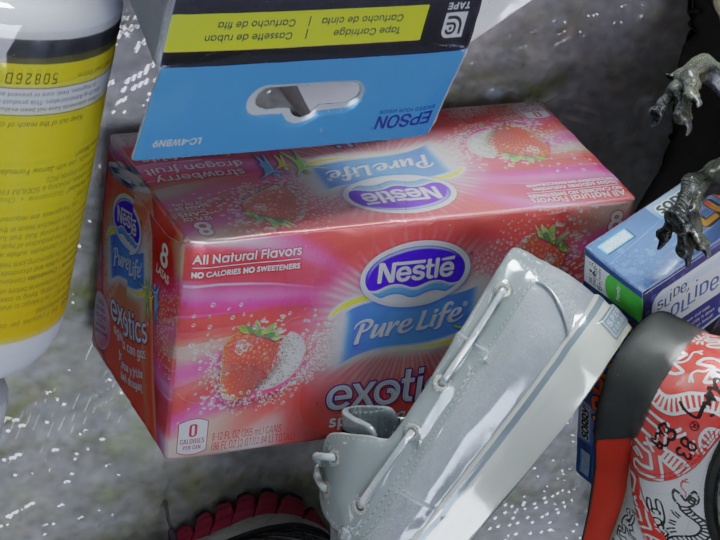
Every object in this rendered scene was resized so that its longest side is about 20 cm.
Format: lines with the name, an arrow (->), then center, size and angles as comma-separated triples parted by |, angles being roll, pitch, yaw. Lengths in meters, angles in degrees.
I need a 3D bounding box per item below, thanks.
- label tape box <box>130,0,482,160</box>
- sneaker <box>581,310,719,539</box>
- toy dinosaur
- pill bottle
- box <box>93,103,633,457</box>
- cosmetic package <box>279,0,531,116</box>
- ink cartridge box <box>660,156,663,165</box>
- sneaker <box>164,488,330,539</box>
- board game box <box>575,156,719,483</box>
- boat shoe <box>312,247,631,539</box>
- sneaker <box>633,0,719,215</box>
label tape box -> -0.015, -0.144, 0.966 | 0.143, 0.066, 0.201 | -7, 128, -35
sneaker -> 0.147, 0.112, 1.058 | 0.067, 0.108, 0.202 | -43, 149, -32
toy dinosaur -> 0.147, -0.056, 1.014 | 0.088, 0.047, 0.201 | -32, 112, -32
pill bottle -> -0.159, -0.028, 1.009 | 0.111, 0.112, 0.201 | 1, 116, -27
box -> 0.000, 0.000, 1.104 | 0.199, 0.095, 0.103 | -5, 120, -24
cosmetic package -> 0.042, -0.147, 1.081 | 0.199, 0.051, 0.083 | -33, 128, -7
ink cartridge box -> 0.255, 0.001, 1.253 | 0.199, 0.043, 0.199 | -24, 112, -14
sneaker -> -0.096, 0.161, 1.169 | 0.199, 0.075, 0.081 | -24, 125, -12
board game box -> 0.174, -0.001, 1.120 | 0.200, 0.034, 0.136 | -32, 142, -27
boat shoe -> 0.021, 0.077, 1.052 | 0.071, 0.070, 0.201 | 40, 103, 6
sneaker -> 0.169, -0.082, 1.156 | 0.200, 0.091, 0.076 | -51, 159, -2
